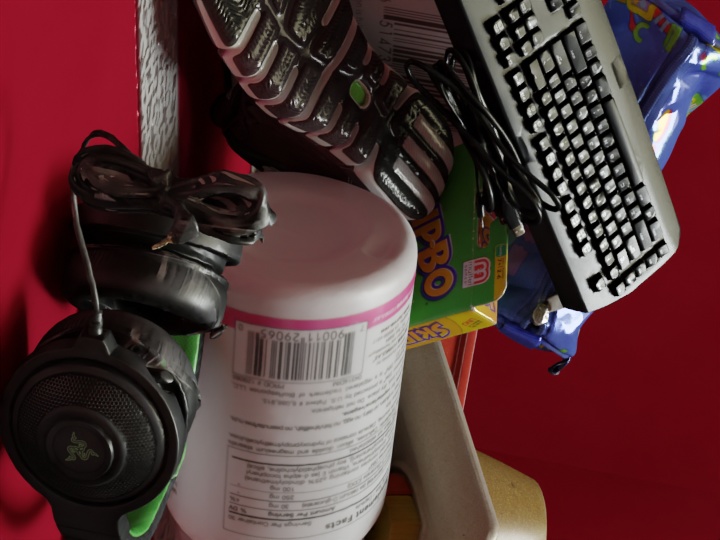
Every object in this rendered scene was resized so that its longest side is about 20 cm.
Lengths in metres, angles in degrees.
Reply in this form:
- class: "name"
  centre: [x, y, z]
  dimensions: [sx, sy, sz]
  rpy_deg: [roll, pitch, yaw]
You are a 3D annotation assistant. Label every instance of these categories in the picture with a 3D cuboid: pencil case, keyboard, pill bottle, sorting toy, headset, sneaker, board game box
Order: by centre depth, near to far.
- class: "headset"
  centre: [-0.071, 0.025, 0.518]
  dimensions: [0.201, 0.093, 0.125]
  rpy_deg: [90, 11, -55]
- class: "keyboard"
  centre: [0.090, -0.064, 0.652]
  dimensions: [0.040, 0.104, 0.201]
  rpy_deg: [26, -32, 59]
- class: "pill bottle"
  centre: [-0.038, 0.066, 0.684]
  dimensions: [0.114, 0.112, 0.202]
  rpy_deg: [-70, 169, -59]
- class: "sneaker"
  centre: [-0.049, -0.095, 0.686]
  dimensions: [0.200, 0.115, 0.076]
  rpy_deg: [50, 60, -36]
- class: "pencil case"
  centre: [0.119, -0.049, 0.744]
  dimensions: [0.202, 0.077, 0.087]
  rpy_deg: [-61, -163, 9]
- class: "board game box"
  centre: [0.000, 0.000, 0.753]
  dimensions: [0.030, 0.199, 0.097]
  rpy_deg: [29, 54, -40]
- class: "sorting toy"
  centre: [-0.004, 0.125, 0.789]
  dimensions: [0.201, 0.036, 0.187]
  rpy_deg: [-59, -145, 41]

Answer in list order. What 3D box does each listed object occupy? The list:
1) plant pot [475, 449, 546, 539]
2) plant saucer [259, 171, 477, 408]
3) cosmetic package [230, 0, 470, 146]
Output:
- class: "plant pot"
  centre: [0.040, 0.204, 1.144]
  dimensions: [0.186, 0.197, 0.189]
  rpy_deg: [-171, -90, -77]
- class: "plant saucer"
  centre: [0.014, -0.004, 0.930]
  dimensions: [0.037, 0.199, 0.201]
  rpy_deg: [-28, -148, 37]
- class: "cosmetic package"
  centre: [0.027, -0.188, 0.775]
  dimensions: [0.166, 0.163, 0.202]
  rpy_deg: [92, 11, -57]
